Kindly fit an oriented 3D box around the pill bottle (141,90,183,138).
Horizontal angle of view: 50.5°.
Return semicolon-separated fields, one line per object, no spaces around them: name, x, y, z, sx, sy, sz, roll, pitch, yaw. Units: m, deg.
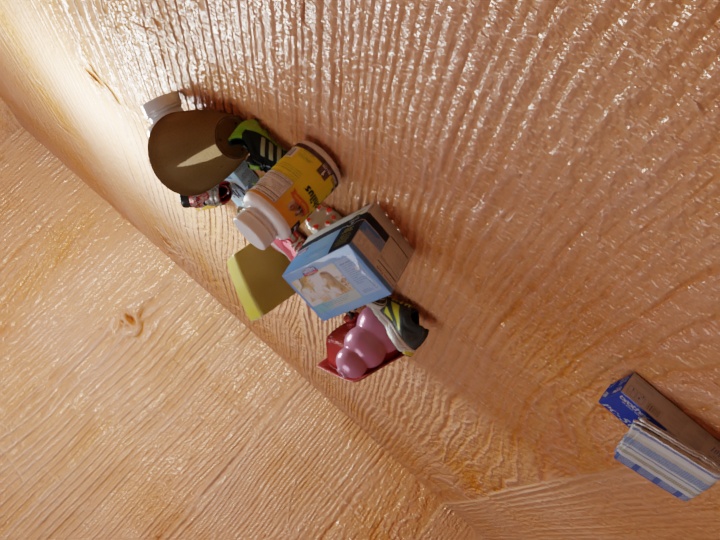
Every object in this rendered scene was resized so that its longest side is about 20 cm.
pill bottle;-0.418;-0.300;1.754;0.120;0.119;0.201;1;117;65

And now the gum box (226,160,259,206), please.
gum box;-0.283;-0.200;1.868;0.200;0.045;0.170;53;160;-27

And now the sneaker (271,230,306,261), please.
sneaker;-0.161;-0.056;1.888;0.200;0.074;0.087;36;160;23

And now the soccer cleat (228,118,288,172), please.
soccer cleat;-0.175;-0.217;1.519;0.200;0.081;0.068;40;163;9

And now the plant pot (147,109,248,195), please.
plant pot;-0.320;-0.265;1.620;0.199;0.187;0.187;-5;132;47

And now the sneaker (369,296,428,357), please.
sneaker;0.088;0.099;1.721;0.201;0.085;0.074;57;-167;30

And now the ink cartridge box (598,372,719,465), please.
ink cartridge box;0.488;0.253;1.223;0.200;0.044;0.094;40;161;9

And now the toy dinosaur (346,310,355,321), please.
toy dinosaur;-0.044;0.060;1.901;0.102;0.077;0.200;32;164;11

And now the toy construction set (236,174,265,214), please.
toy construction set;-0.213;-0.139;1.719;0.130;0.093;0.200;4;165;-19

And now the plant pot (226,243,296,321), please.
plant pot;-0.249;0.003;2.056;0.177;0.199;0.200;55;162;-3

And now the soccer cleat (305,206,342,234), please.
soccer cleat;-0.037;-0.073;1.587;0.199;0.069;0.078;27;160;35

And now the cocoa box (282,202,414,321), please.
cocoa box;-0.024;-0.013;1.462;0.199;0.132;0.133;-24;116;42

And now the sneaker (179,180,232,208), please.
sneaker;-0.358;-0.189;1.863;0.201;0.107;0.068;-62;-33;-77

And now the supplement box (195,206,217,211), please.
supplement box;-0.428;-0.211;2.129;0.069;0.067;0.200;48;163;-17

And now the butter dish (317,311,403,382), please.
butter dish;-0.006;0.177;1.974;0.200;0.199;0.149;13;123;57

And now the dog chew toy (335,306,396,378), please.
dog chew toy;0.018;0.173;1.818;0.124;0.200;0.125;39;163;14

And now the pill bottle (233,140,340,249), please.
pill bottle;-0.136;-0.135;1.400;0.109;0.200;0.109;38;163;14

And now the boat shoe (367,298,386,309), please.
boat shoe;0.000;0.000;1.658;0.063;0.071;0.200;-30;107;33

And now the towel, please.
towel;0.489;0.307;1.232;0.146;0.024;0.200;32;160;21
